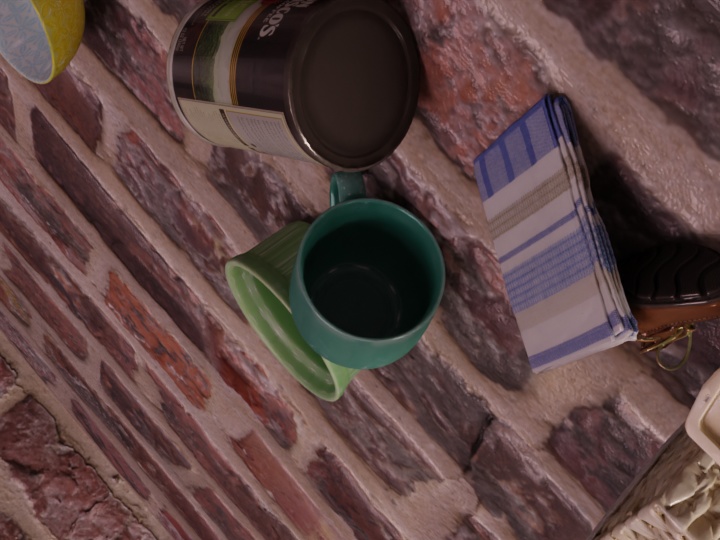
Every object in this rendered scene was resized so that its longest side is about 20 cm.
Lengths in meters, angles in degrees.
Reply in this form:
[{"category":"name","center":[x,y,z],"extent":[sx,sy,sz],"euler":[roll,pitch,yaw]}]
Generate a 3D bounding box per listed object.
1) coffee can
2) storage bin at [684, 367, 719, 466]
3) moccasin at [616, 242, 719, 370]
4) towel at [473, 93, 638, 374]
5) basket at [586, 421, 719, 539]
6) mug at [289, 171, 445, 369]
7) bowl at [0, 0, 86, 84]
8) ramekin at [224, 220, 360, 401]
[{"category":"coffee can","center":[-0.064,-0.174,0.988],"extent":[0.199,0.146,0.148],"euler":[16,136,48]},{"category":"storage bin","center":[0.305,0.101,0.662],"extent":[0.199,0.199,0.094],"euler":[46,115,13]},{"category":"moccasin","center":[0.231,0.031,0.866],"extent":[0.078,0.074,0.201],"euler":[44,151,-12]},{"category":"towel","center":[0.153,-0.024,0.890],"extent":[0.147,0.023,0.203],"euler":[140,117,-63]},{"category":"basket","center":[0.285,0.186,0.834],"extent":[0.136,0.199,0.124],"euler":[44,147,12]},{"category":"mug","center":[0.008,0.008,1.117],"extent":[0.150,0.187,0.115],"euler":[23,153,1]},{"category":"bowl","center":[-0.394,-0.341,1.332],"extent":[0.199,0.107,0.202],"euler":[36,148,27]},{"category":"ramekin","center":[-0.057,0.041,1.257],"extent":[0.200,0.097,0.201],"euler":[44,160,21]}]
